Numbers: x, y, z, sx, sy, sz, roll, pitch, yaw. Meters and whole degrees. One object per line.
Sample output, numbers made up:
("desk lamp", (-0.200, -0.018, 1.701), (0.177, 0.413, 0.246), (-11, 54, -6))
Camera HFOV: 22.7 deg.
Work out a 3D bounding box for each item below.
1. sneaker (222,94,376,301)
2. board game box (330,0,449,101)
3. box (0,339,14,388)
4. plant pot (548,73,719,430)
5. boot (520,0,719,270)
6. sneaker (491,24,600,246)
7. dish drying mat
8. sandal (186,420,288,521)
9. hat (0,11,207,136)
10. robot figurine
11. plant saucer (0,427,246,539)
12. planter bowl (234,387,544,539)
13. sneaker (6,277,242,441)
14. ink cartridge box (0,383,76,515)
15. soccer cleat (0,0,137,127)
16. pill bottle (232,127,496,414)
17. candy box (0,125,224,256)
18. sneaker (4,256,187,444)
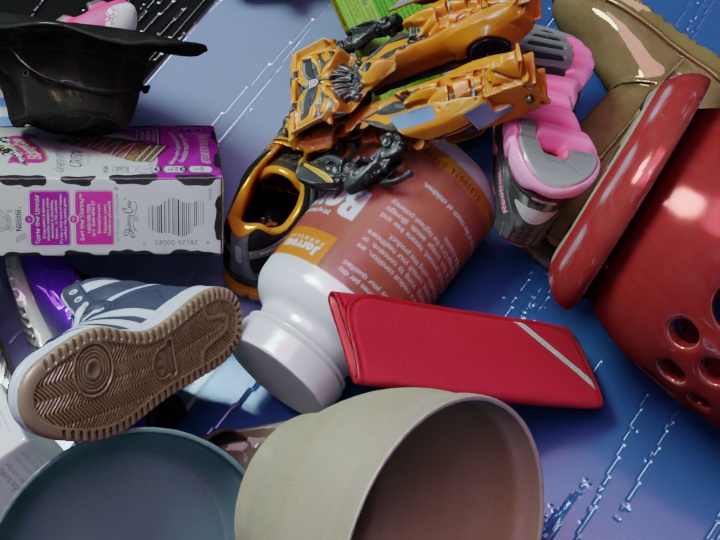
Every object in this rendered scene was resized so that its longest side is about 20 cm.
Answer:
("sneaker", (-0.042, -0.075, 1.322), (0.078, 0.077, 0.201), (17, 64, 16))
("board game box", (0.036, -0.195, 1.321), (0.101, 0.048, 0.201), (-26, 104, -2))
("box", (-0.287, 0.062, 1.274), (0.068, 0.082, 0.201), (-26, 65, -9))
("plant pot", (0.233, -0.013, 1.173), (0.182, 0.201, 0.201), (30, 69, 4))
("boot", (0.166, -0.105, 1.324), (0.175, 0.066, 0.200), (33, 72, 21))
("sneaker", (0.118, -0.096, 1.263), (0.079, 0.096, 0.201), (13, 42, -5))
("dish drying mat", (0.073, 0.054, 1.206), (0.199, 0.018, 0.077), (10, 45, -32))
("sandal", (-0.101, 0.140, 1.226), (0.200, 0.057, 0.080), (-20, 62, -4))
("hat", (-0.209, -0.135, 1.268), (0.199, 0.201, 0.081), (8, 96, 10))
("robot figurine", (0.030, -0.132, 1.225), (0.199, 0.058, 0.146), (-17, 53, 23))
("plant saucer", (-0.152, 0.194, 1.160), (0.200, 0.201, 0.036), (-38, 24, -14))
("planter bowl", (0.005, 0.162, 1.144), (0.134, 0.200, 0.201), (14, 62, 40))
("sneaker", (-0.177, 0.054, 1.157), (0.108, 0.071, 0.200), (6, 18, 35))
("ink cartridge box", (-0.280, 0.179, 1.173), (0.200, 0.117, 0.067), (-36, 45, -3))
("soccer cleat", (-0.241, -0.126, 1.381), (0.200, 0.070, 0.086), (-37, 79, -10))
("pill bottle", (0.000, 0.000, 1.258), (0.112, 0.112, 0.200), (31, 69, 19))
("candy box", (-0.199, -0.059, 1.279), (0.199, 0.061, 0.136), (-2, 20, -7))
("sneaker", (-0.184, 0.044, 1.285), (0.099, 0.070, 0.201), (-22, 66, -14))
